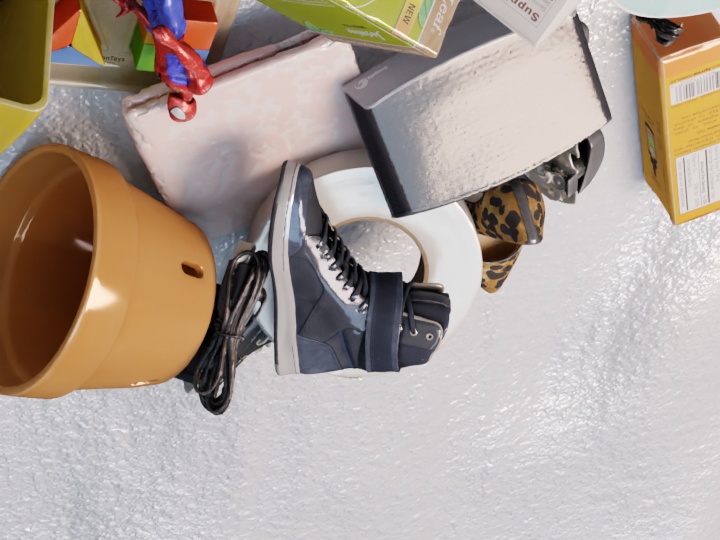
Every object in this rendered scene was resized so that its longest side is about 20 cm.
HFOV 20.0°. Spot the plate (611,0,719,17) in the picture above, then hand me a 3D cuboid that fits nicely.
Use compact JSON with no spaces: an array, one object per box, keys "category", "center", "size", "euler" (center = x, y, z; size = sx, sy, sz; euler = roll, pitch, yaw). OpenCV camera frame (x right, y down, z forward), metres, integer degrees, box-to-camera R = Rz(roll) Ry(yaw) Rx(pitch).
[{"category":"plate","center":[0.271,-0.251,1.502],"size":[0.199,0.026,0.200],"euler":[-15,158,-6]}]

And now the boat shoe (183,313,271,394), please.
[{"category":"boat shoe","center":[-0.089,0.037,1.778],"size":[0.060,0.076,0.200],"euler":[19,124,-26]}]

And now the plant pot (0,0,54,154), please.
[{"category":"plant pot","center":[-0.334,-0.161,1.412],"size":[0.199,0.201,0.177],"euler":[14,143,-22]}]

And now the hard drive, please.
[{"category":"hard drive","center":[0.099,-0.129,1.620],"size":[0.199,0.042,0.135],"euler":[-25,114,-6]}]

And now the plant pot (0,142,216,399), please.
[{"category":"plant pot","center":[-0.210,0.012,1.630],"size":[0.140,0.201,0.200],"euler":[16,126,-39]}]

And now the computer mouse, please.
[{"category":"computer mouse","center":[-0.145,0.038,1.692],"size":[0.052,0.200,0.139],"euler":[17,87,-24]}]

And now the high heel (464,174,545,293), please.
[{"category":"high heel","center":[0.122,-0.017,1.754],"size":[0.071,0.143,0.201],"euler":[-14,136,-8]}]

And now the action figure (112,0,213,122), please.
[{"category":"action figure","center":[-0.145,-0.186,1.484],"size":[0.052,0.065,0.201],"euler":[-33,138,-19]}]

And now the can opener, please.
[{"category":"can opener","center":[0.176,-0.141,1.733],"size":[0.067,0.053,0.201],"euler":[-37,144,-31]}]

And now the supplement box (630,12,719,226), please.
[{"category":"supplement box","center":[0.279,-0.135,1.754],"size":[0.068,0.067,0.201],"euler":[-18,137,-7]}]

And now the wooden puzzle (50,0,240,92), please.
[{"category":"wooden puzzle","center":[-0.171,-0.213,1.527],"size":[0.184,0.046,0.201],"euler":[3,131,-22]}]

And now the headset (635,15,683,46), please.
[{"category":"headset","center":[0.241,-0.280,1.578],"size":[0.123,0.094,0.201],"euler":[-4,126,-17]}]

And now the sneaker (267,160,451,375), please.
[{"category":"sneaker","center":[0.000,-0.001,1.632],"size":[0.145,0.077,0.203],"euler":[2,129,6]}]

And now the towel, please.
[{"category":"towel","center":[-0.081,-0.109,1.647],"size":[0.190,0.032,0.200],"euler":[-21,148,-1]}]

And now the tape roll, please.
[{"category":"tape roll","center":[0.002,-0.004,1.704],"size":[0.201,0.037,0.204],"euler":[-2,120,-4]}]

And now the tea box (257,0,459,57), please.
[{"category":"tea box","center":[-0.016,-0.279,1.397],"size":[0.196,0.133,0.201],"euler":[23,86,-38]}]

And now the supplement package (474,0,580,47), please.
[{"category":"supplement package","center":[0.153,-0.286,1.493],"size":[0.117,0.117,0.200],"euler":[38,120,3]}]
